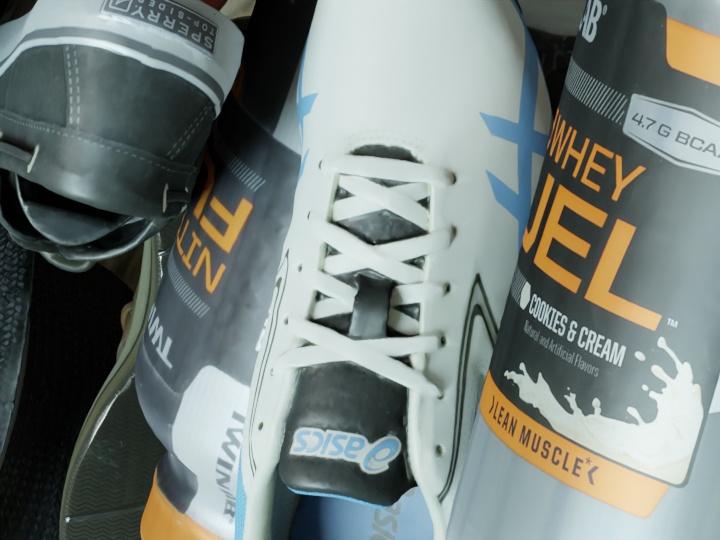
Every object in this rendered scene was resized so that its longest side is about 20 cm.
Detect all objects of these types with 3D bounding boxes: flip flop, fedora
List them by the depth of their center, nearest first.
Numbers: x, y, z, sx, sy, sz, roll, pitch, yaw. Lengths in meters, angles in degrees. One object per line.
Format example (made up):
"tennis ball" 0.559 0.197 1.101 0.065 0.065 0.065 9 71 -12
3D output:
"flip flop" -0.045 0.016 0.918 0.058 0.081 0.201 -107 26 -74
"fedora" -0.122 0.051 0.986 0.200 0.091 0.202 -40 40 45

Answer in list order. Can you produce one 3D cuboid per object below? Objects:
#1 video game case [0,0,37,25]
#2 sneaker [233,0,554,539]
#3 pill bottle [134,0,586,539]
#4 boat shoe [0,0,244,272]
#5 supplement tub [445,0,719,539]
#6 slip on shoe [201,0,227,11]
"video game case" -0.115 -0.072 0.825 0.200 0.023 0.182 -57 0 36
"sneaker" 0.007 0.015 0.726 0.072 0.071 0.201 -45 -39 -77
"pill bottle" 0.000 0.000 0.821 0.106 0.106 0.201 44 121 47
"boat shoe" -0.076 -0.032 0.780 0.200 0.068 0.057 144 144 -77
"supplement tub" 0.099 -0.004 0.671 0.122 0.122 0.201 31 110 51
"slip on shoe" -0.023 -0.148 0.776 0.061 0.074 0.201 84 -151 -61
